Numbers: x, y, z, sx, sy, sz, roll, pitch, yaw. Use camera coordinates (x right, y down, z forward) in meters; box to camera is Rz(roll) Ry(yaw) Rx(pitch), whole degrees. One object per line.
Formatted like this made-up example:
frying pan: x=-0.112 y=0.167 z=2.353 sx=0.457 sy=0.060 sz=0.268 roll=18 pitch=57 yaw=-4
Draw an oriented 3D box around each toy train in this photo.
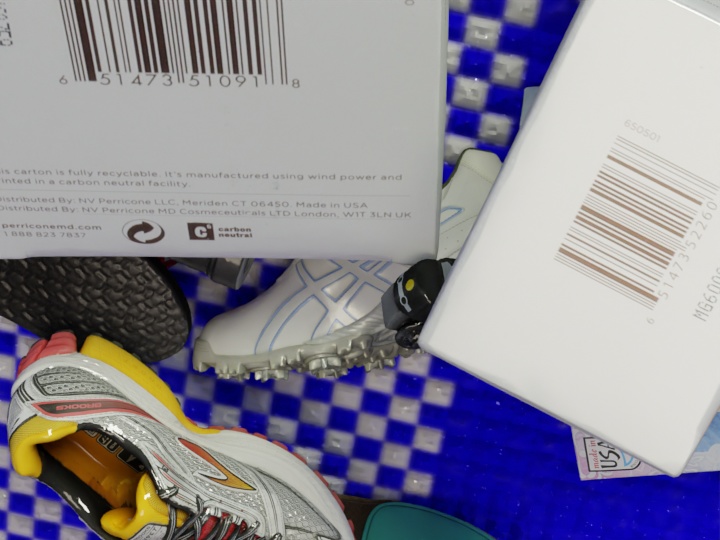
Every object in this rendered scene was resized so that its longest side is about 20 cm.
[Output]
toy train: x=0.102 y=0.024 z=0.794 sx=0.198 sy=0.034 sz=0.046 roll=10 pitch=143 yaw=-27

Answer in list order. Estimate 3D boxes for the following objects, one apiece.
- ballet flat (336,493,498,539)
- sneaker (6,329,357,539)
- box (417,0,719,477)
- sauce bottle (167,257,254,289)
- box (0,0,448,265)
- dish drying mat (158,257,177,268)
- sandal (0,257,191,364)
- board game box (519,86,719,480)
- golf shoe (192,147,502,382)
ballet flat: x=-0.007 y=0.158 z=0.985 sx=0.198 sy=0.068 sz=0.073 roll=12 pitch=144 yaw=3
sneaker: x=-0.089 y=0.115 z=0.896 sx=0.199 sy=0.082 sz=0.078 roll=32 pitch=119 yaw=-13
box: x=0.114 y=-0.045 z=0.698 sx=0.105 sy=0.200 sz=0.153 roll=26 pitch=113 yaw=3
sauce bottle: x=-0.140 y=-0.047 z=0.849 sx=0.198 sy=0.066 sz=0.066 roll=23 pitch=124 yaw=4
box: x=-0.063 y=-0.111 z=0.729 sx=0.196 sy=0.132 sz=0.201 roll=1 pitch=144 yaw=2
dish drying mat: x=-0.127 y=-0.090 z=0.868 sx=0.076 sy=0.018 sz=0.201 roll=-25 pitch=115 yaw=25
sandal: x=-0.172 y=-0.011 z=0.917 sx=0.198 sy=0.045 sz=0.076 roll=18 pitch=121 yaw=11
board game box: x=0.185 y=0.001 z=0.852 sx=0.197 sy=0.044 sz=0.202 roll=-5 pitch=121 yaw=15
golf shoe: x=0.000 y=0.000 z=0.885 sx=0.198 sy=0.078 sz=0.098 roll=-14 pitch=82 yaw=31
